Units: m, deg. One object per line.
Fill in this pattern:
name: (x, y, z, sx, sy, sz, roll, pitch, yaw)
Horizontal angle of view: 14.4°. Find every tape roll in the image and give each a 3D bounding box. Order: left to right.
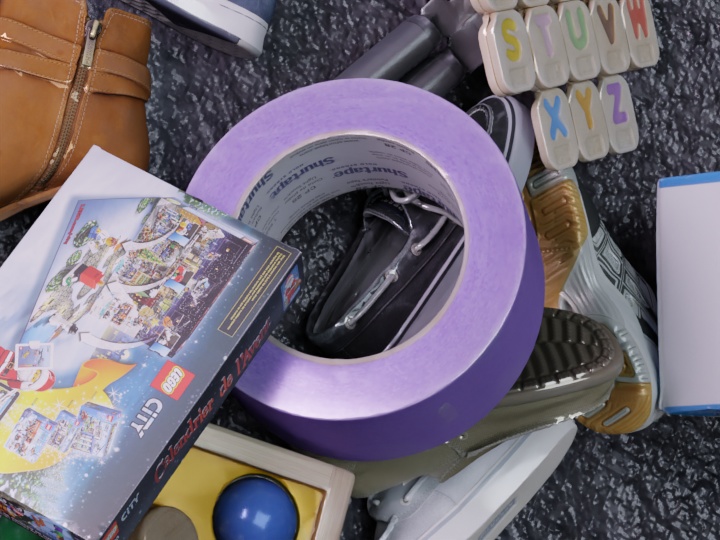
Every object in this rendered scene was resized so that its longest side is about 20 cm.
tape roll: (0.000, 0.000, 1.589, 0.200, 0.085, 0.200, -4, 69, 10)

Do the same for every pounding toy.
pounding toy: (-0.123, 0.170, 1.553, 0.200, 0.142, 0.184, 21, 76, -22)

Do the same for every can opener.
can opener: (0.030, -0.128, 1.716, 0.200, 0.067, 0.053, -40, 113, -12)

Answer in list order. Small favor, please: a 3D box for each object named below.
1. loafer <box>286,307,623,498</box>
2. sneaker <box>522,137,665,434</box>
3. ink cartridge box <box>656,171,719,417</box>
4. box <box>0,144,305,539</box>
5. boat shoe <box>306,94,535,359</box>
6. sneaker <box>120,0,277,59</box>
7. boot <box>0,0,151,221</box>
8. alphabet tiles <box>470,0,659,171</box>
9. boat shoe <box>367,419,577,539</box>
loafer: (0.056, 0.078, 1.643, 0.200, 0.076, 0.068, -14, 132, 5)
sneaker: (0.133, 0.007, 1.741, 0.088, 0.076, 0.200, -4, 71, -60)
ink cartridge box: (0.293, 0.017, 1.726, 0.200, 0.147, 0.145, 7, 80, -52)
box: (-0.139, 0.044, 1.511, 0.136, 0.038, 0.200, 28, 65, 16)
boat shoe: (0.032, -0.030, 1.687, 0.068, 0.074, 0.200, 39, 78, -31)
sneaker: (-0.119, -0.227, 1.629, 0.202, 0.077, 0.146, 25, 85, -31)
boot: (-0.204, -0.090, 1.579, 0.200, 0.077, 0.156, 13, 80, -26)
alphabet tiles: (0.124, -0.162, 1.722, 0.200, 0.015, 0.196, -16, 94, -56)
boat shoe: (0.043, 0.139, 1.681, 0.068, 0.072, 0.200, 39, 72, 18)
